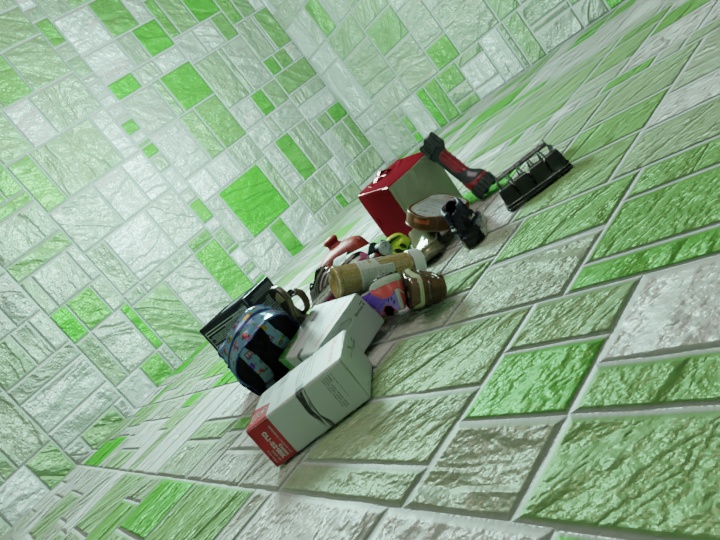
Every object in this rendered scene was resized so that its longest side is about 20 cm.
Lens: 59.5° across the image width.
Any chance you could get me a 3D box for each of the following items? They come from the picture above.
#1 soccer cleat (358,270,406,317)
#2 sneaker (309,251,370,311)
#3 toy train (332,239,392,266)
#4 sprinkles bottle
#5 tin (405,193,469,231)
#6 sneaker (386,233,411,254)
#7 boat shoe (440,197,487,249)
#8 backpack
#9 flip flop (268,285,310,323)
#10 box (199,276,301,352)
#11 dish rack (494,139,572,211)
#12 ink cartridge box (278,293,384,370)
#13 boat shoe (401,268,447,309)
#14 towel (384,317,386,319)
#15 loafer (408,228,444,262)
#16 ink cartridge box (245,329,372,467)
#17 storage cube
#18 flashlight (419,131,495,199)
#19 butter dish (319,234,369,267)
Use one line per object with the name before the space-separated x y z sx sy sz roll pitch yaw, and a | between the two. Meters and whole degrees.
soccer cleat | 0.039 0.066 1.226 0.067 0.074 0.200 -16 -14 -20
sneaker | -0.054 0.012 1.373 0.073 0.088 0.200 4 -40 -40
toy train | 0.000 0.000 1.450 0.199 0.085 0.115 -27 46 48
sprinkles bottle | 0.036 0.006 1.288 0.198 0.069 0.068 -13 0 -21
tin | 0.182 -0.137 1.461 0.111 0.042 0.200 19 28 25
sneaker | 0.056 -0.002 1.534 0.200 0.074 0.083 -46 -26 17
boat shoe | 0.215 -0.118 1.333 0.074 0.093 0.200 -37 11 12
backpack | -0.216 0.157 1.339 0.183 0.134 0.200 -52 -28 -10
flip flop | -0.134 0.070 1.335 0.058 0.081 0.200 -47 -26 -4
box | -0.256 0.158 1.572 0.199 0.199 0.123 -32 10 36
dish rack | 0.354 -0.208 1.332 0.153 0.055 0.200 -36 9 16
ink cartridge box | -0.060 0.136 1.236 0.147 0.084 0.199 -55 16 -24
boat shoe | 0.120 0.034 1.154 0.074 0.076 0.202 -9 6 -1
towel | 0.045 0.075 1.348 0.086 0.018 0.200 -35 12 33
loafer | 0.145 -0.070 1.449 0.075 0.068 0.200 -38 10 13
ink cartridge box | -0.079 0.207 1.048 0.199 0.084 0.144 -39 9 11
storage cube | 0.131 -0.189 1.657 0.171 0.201 0.179 -43 17 -19
flashlight | 0.236 -0.259 1.531 0.068 0.200 0.068 -49 -7 4
butter dish | -0.040 -0.029 1.672 0.199 0.148 0.199 -39 0 10
